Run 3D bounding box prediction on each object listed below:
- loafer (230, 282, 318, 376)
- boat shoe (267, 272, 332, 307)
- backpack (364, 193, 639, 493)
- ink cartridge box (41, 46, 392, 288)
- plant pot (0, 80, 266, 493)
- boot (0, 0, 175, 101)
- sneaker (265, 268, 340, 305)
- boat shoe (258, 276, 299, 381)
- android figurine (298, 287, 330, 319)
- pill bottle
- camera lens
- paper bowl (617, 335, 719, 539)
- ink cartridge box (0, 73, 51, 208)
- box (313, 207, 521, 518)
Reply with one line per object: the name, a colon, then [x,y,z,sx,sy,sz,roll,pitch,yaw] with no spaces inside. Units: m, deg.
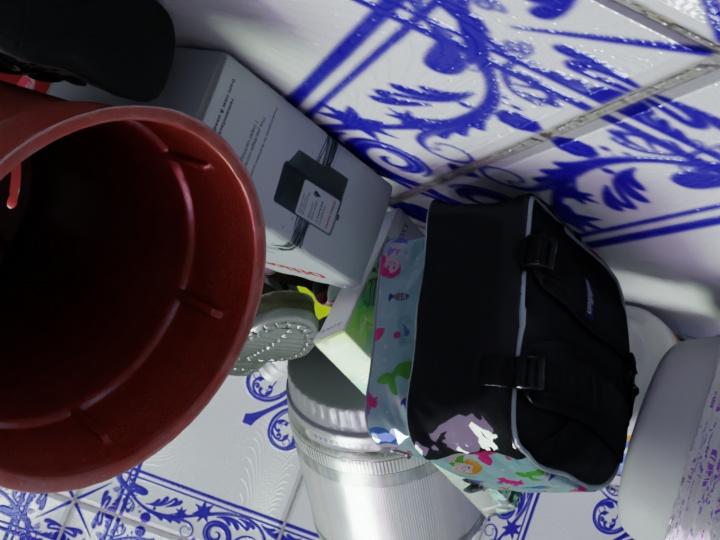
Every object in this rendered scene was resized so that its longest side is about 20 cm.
loafer: [-0.093,0.040,0.964,0.075,0.070,0.200,8,164,-26]
boat shoe: [-0.025,-0.012,1.080,0.073,0.063,0.200,-18,151,33]
backpack: [0.100,0.058,0.770,0.150,0.178,0.200,-7,159,36]
ink cartridge box: [-0.093,-0.068,0.783,0.146,0.083,0.200,14,167,36]
plant pot: [-0.189,-0.015,0.632,0.195,0.201,0.201,26,176,39]
boot: [-0.207,-0.145,0.597,0.154,0.074,0.204,13,173,26]
sneaker: [0.000,0.000,0.981,0.200,0.082,0.070,24,167,-24]
boat shoe: [-0.100,0.019,1.096,0.074,0.065,0.200,33,-160,-38]
android figurine: [-0.034,0.027,1.236,0.200,0.041,0.182,28,163,24]
pill bottle: [0.243,0.119,0.980,0.112,0.112,0.200,13,161,41]
camera lens: [0.025,0.148,1.015,0.160,0.160,0.200,15,132,32]
paper bowl: [0.244,0.126,0.805,0.104,0.201,0.201,16,170,23]
ink cartridge box: [-0.201,-0.077,0.830,0.067,0.116,0.200,18,164,42]
box: [0.062,0.068,0.886,0.036,0.144,0.200,-29,114,38]
